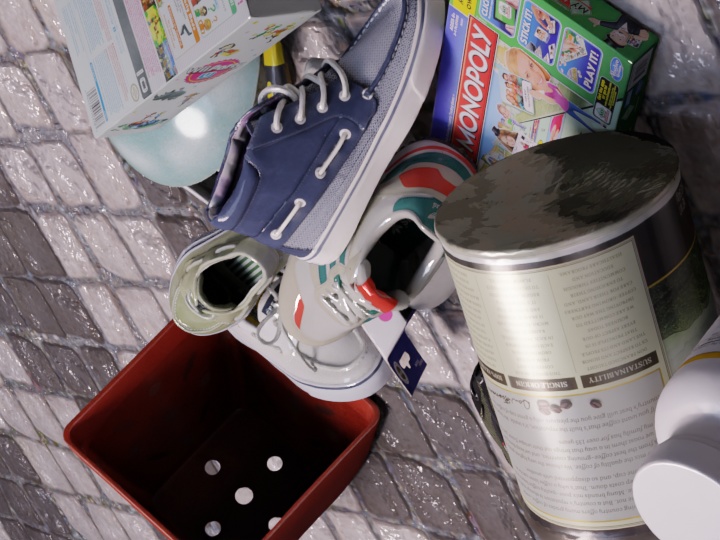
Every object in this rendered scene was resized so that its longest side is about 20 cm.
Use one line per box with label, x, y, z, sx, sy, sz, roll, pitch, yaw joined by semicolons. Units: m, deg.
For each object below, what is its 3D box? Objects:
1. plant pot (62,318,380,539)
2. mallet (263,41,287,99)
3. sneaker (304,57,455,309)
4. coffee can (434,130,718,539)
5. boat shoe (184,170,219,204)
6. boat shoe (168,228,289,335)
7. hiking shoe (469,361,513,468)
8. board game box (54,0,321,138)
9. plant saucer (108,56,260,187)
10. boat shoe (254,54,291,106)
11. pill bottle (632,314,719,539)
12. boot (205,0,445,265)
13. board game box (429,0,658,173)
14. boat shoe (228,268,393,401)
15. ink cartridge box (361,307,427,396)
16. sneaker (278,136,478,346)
plant pot;-0.113;0.168;1.672;0.200;0.200;0.177;38;161;20
mallet;-0.066;-0.151;1.308;0.066;0.041;0.202;22;121;46
sneaker;0.016;-0.067;1.337;0.088;0.075;0.201;43;161;56
coffee can;0.139;0.041;1.112;0.146;0.146;0.202;11;128;49
boat shoe;-0.089;-0.056;1.486;0.199;0.065;0.074;34;148;27
boat shoe;-0.107;0.005;1.458;0.072;0.062;0.200;42;144;-3
hiking shoe;0.108;0.075;1.348;0.100;0.075;0.202;25;137;46
board game box;-0.126;-0.196;1.273;0.199;0.064;0.149;-28;77;48
plant saucer;-0.152;-0.161;1.383;0.200;0.038;0.204;7;100;45
boat shoe;-0.140;-0.165;1.431;0.200;0.063;0.074;31;146;32
pill bottle;0.227;0.067;1.027;0.104;0.200;0.105;27;143;23
boot;-0.023;-0.101;1.210;0.090;0.202;0.073;17;-163;-27
board game box;0.108;-0.104;1.185;0.134;0.029;0.201;37;149;21
boat shoe;-0.058;0.035;1.537;0.201;0.075;0.086;30;163;45
ink cartridge box;-0.003;-0.008;1.389;0.201;0.037;0.095;57;-167;-5
sneaker;0.001;0.000;1.263;0.070;0.094;0.200;36;128;-14
